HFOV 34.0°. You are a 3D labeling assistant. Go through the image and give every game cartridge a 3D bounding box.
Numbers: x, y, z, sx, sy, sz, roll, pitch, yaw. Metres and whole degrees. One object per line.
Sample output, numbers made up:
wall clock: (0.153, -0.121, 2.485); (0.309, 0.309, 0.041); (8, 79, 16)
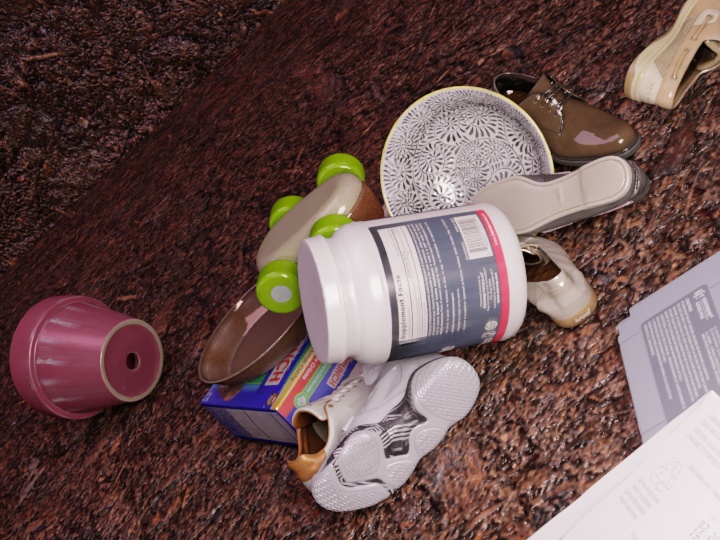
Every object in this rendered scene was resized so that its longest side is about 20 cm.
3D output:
game cartridge: (0.274, 0.070, 0.929); (0.133, 0.040, 0.200); (-39, 23, 25)

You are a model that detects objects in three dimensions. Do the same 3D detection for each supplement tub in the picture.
supplement tub: (0.049, 0.014, 1.154); (0.200, 0.140, 0.140); (-9, 18, -13)

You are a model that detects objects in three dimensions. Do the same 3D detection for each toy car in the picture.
toy car: (0.000, 0.000, 1.313); (0.158, 0.200, 0.164); (-39, 24, 25)

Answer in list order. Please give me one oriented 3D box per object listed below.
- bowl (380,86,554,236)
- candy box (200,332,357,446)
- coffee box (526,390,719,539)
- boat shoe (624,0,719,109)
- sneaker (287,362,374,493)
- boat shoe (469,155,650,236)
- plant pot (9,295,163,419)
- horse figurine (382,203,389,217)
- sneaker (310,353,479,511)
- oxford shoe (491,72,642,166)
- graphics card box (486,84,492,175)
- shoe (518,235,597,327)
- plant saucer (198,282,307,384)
bowl: (0.132, -0.111, 1.340); (0.201, 0.201, 0.094); (-35, -3, 25)
candy box: (-0.081, 0.119, 1.414); (0.200, 0.077, 0.169); (-6, 44, 56)
coffee box: (0.195, 0.223, 0.591); (0.200, 0.198, 0.200); (-42, 22, 6)
boat shoe: (0.365, -0.241, 1.270); (0.065, 0.071, 0.200); (31, 65, 32)
sneaker: (-0.020, 0.147, 1.253); (0.073, 0.085, 0.200); (-29, 26, 39)
boat shoe: (0.207, -0.072, 1.233); (0.200, 0.057, 0.067); (-12, 73, 40)
plant pot: (-0.416, 0.137, 1.850); (0.179, 0.200, 0.200); (-2, 47, 39)
horse figurine: (0.055, -0.071, 1.524); (0.200, 0.050, 0.133); (-58, 12, -13)
sneaker: (0.023, 0.152, 1.184); (0.200, 0.075, 0.115); (-42, 21, -4)
oxford shoe: (0.220, -0.172, 1.313); (0.200, 0.084, 0.073); (24, 63, 38)
graphics card box: (0.176, -0.166, 1.483); (0.125, 0.051, 0.200); (-46, 21, -1)
shoe: (0.178, -0.004, 1.196); (0.070, 0.053, 0.200); (-45, 22, 2)
plant saucer: (-0.110, 0.066, 1.409); (0.200, 0.037, 0.200); (-38, 22, 19)
